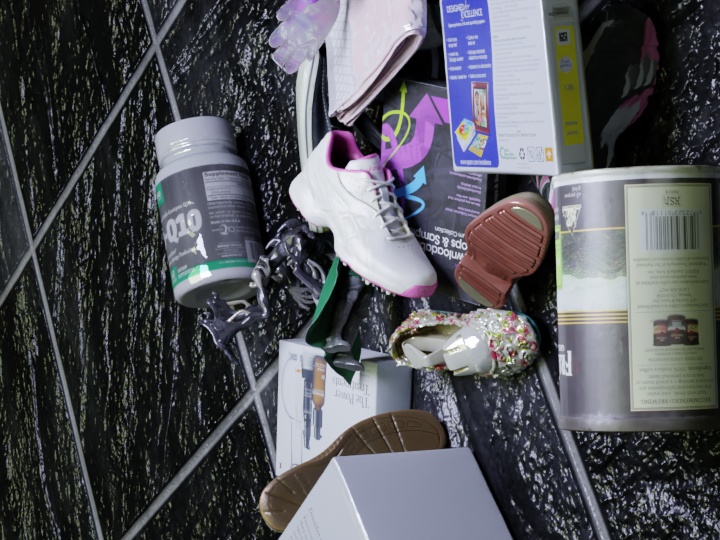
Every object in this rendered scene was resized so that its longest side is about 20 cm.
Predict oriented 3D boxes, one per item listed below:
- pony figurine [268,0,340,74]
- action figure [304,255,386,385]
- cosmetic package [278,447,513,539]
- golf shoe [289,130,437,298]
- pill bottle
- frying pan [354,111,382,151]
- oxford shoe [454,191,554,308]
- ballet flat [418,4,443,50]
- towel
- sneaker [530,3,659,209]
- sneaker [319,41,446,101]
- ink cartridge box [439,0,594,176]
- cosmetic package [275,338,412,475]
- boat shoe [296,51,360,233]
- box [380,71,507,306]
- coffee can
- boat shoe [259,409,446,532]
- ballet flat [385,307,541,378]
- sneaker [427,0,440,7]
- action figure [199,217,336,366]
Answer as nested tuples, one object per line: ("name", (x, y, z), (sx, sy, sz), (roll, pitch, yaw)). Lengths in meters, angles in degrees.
("pony figurine", (-0.054, -0.310, 1.729), (0.193, 0.166, 0.200), (-51, 11, -20))
("action figure", (0.000, 0.000, 1.855), (0.054, 0.118, 0.202), (2, 61, 20))
("cosmetic package", (0.030, 0.297, 1.756), (0.201, 0.166, 0.167), (-58, 45, 40))
("golf shoe", (0.008, -0.055, 1.756), (0.200, 0.075, 0.092), (45, 125, 30))
("pill bottle", (-0.176, -0.068, 2.129), (0.113, 0.112, 0.202), (-36, 61, 52))
("frying pan", (0.040, -0.095, 1.854), (0.190, 0.031, 0.116), (28, 115, 53))
("oxford shoe", (0.135, -0.034, 1.623), (0.071, 0.074, 0.200), (37, 159, 1))
("ballet flat", (0.046, -0.311, 1.797), (0.062, 0.067, 0.202), (-14, 74, 25))
("towel", (0.011, -0.267, 1.754), (0.191, 0.032, 0.202), (136, 136, -55))
("sneaker", (0.186, -0.139, 1.582), (0.086, 0.080, 0.201), (49, 129, 47))
("sneaker", (0.011, -0.200, 1.854), (0.199, 0.082, 0.072), (17, 105, 57))
("ink cartridge box", (0.128, -0.183, 1.571), (0.197, 0.047, 0.202), (-169, 74, -68))
("cosmetic package", (-0.020, 0.158, 1.944), (0.199, 0.051, 0.152), (8, 100, 57))
("boat shoe", (-0.033, -0.134, 1.874), (0.075, 0.062, 0.202), (-99, 3, -63))
("box", (0.077, -0.079, 1.754), (0.142, 0.036, 0.202), (17, 112, 43))
("coffee can", (0.227, 0.023, 1.457), (0.146, 0.145, 0.202), (-4, 86, 58))
("boat shoe", (-0.008, 0.201, 1.825), (0.073, 0.199, 0.065), (59, 173, 16))
("ballet flat", (0.093, 0.075, 1.742), (0.199, 0.064, 0.076), (-5, 110, 60))
("sneaker", (0.094, -0.249, 1.714), (0.079, 0.089, 0.201), (-55, 46, 42))
("action figure", (-0.076, 0.012, 1.983), (0.200, 0.102, 0.119), (-42, 12, 4))
